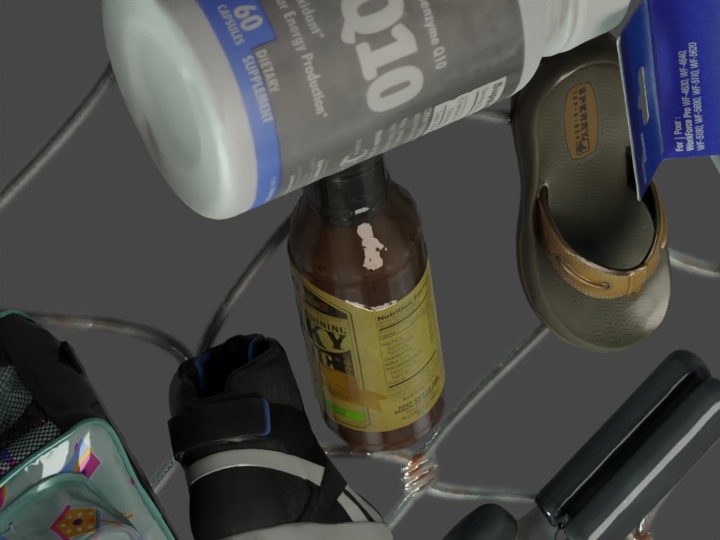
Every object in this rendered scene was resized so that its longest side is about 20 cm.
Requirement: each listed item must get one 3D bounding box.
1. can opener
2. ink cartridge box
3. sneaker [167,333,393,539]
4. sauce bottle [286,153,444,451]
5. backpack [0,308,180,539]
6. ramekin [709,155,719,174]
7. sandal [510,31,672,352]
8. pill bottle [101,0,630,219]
[{"bbox_3d":[0.109,0.120,1.521,0.200,0.053,0.067,-47,139,4],"label":"can opener"},{"bbox_3d":[0.167,-0.129,1.289,0.100,0.039,0.200,77,34,-46],"label":"ink cartridge box"},{"bbox_3d":[-0.037,0.086,1.370,0.073,0.112,0.200,-14,172,9],"label":"sneaker"},{"bbox_3d":[0.000,0.000,1.320,0.065,0.065,0.200,-28,140,-16],"label":"sauce bottle"},{"bbox_3d":[-0.176,0.144,1.255,0.200,0.153,0.176,-29,142,-5],"label":"backpack"},{"bbox_3d":[0.239,-0.038,1.385,0.098,0.201,0.201,-33,138,2],"label":"ramekin"},{"bbox_3d":[0.119,-0.028,1.402,0.082,0.055,0.200,-26,136,-18],"label":"sandal"},{"bbox_3d":[0.005,-0.108,1.205,0.200,0.114,0.114,-25,136,-20],"label":"pill bottle"}]
